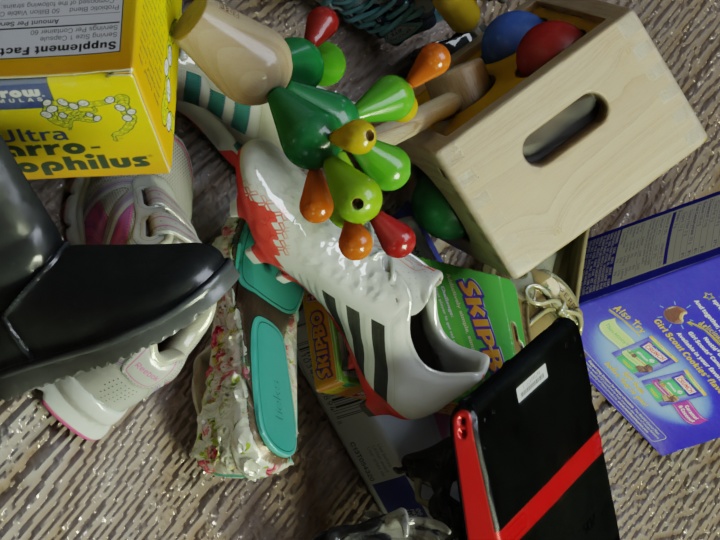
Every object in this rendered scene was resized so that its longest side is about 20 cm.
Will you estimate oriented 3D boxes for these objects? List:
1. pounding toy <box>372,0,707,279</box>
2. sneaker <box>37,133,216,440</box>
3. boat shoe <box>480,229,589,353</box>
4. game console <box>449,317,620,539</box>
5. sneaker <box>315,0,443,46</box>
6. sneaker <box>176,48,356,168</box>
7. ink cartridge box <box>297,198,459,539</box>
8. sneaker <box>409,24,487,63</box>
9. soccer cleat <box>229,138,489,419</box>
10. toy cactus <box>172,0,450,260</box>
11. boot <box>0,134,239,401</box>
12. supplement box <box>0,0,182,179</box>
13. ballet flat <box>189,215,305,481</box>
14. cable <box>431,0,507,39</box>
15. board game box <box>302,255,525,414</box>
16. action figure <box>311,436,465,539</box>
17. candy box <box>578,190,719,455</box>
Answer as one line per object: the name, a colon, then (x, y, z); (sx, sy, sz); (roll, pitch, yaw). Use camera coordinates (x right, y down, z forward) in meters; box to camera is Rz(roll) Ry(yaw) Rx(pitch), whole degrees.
pounding toy: (0.086, -0.093, 1.829); (0.142, 0.200, 0.184); (57, -8, -18)
sneaker: (-0.117, -0.001, 1.621); (0.081, 0.088, 0.201); (38, 45, -38)
boat shoe: (0.128, 0.001, 1.965); (0.073, 0.063, 0.201); (51, 31, -31)
game console: (0.105, 0.137, 1.732); (0.200, 0.031, 0.178); (-35, 115, -63)
sneaker: (0.017, -0.193, 1.915); (0.200, 0.077, 0.087); (-20, 94, -56)
sneaker: (-0.079, -0.125, 1.731); (0.200, 0.093, 0.071); (36, 47, -40)
ink cartridge box: (0.050, 0.072, 1.859); (0.197, 0.043, 0.200); (60, 37, -14)
sneaker: (0.114, -0.127, 2.014); (0.200, 0.075, 0.107); (-22, 94, -55)
soccer cleat: (0.000, 0.000, 1.675); (0.200, 0.085, 0.069); (57, 34, -18)
toy cactus: (-0.027, -0.099, 1.611); (0.165, 0.102, 0.200); (35, 30, -25)
boot: (-0.178, -0.043, 1.495); (0.200, 0.164, 0.066); (60, 25, -14)
supplement box: (-0.161, -0.162, 1.591); (0.110, 0.108, 0.201); (73, 17, -61)
ballet flat: (-0.071, 0.034, 1.689); (0.076, 0.064, 0.201); (38, 43, -40)
cable: (0.041, -0.215, 1.847); (0.200, 0.050, 0.097); (17, 87, -61)
board game box: (0.038, 0.039, 1.800); (0.200, 0.030, 0.096); (11, 63, -46)
action figure: (0.023, 0.185, 1.691); (0.200, 0.102, 0.119); (-46, 128, -39)
candy box: (0.253, 0.032, 2.018); (0.169, 0.200, 0.077); (46, 41, -32)
